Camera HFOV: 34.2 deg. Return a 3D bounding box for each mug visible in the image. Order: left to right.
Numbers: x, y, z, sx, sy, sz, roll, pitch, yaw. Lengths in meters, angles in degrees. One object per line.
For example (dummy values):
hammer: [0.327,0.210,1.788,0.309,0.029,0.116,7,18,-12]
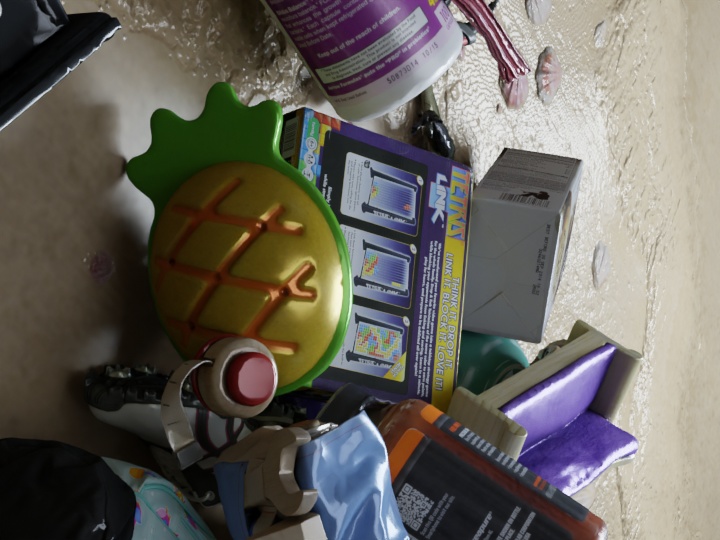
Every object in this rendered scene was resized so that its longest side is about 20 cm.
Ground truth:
mug: [0.072,0.116,0.999,0.184,0.114,0.154,-4,98,-52]

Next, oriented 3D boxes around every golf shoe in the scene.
golf shoe: [-0.111,0.117,0.797,0.199,0.077,0.089,25,83,-51]

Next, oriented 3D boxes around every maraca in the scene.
maraca: [-0.079,-0.018,0.751,0.107,0.136,0.202,0,70,-78]

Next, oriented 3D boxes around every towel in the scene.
towel: [0.054,-0.243,0.894,0.023,0.201,0.144,-35,138,11]

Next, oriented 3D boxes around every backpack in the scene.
backpack: [-0.156,0.184,0.686,0.127,0.165,0.201,-65,145,-30]

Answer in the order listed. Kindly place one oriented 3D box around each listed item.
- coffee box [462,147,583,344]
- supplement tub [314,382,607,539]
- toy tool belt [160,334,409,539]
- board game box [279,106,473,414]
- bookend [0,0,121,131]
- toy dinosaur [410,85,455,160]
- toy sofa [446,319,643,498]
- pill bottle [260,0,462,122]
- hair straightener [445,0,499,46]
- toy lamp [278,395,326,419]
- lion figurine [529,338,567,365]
coffee box: [0.140,-0.029,1.023,0.200,0.079,0.114,-48,147,-67]
supplement tub: [0.055,0.156,0.773,0.107,0.199,0.107,-52,166,-18]
toy tool belt: [-0.022,0.131,0.665,0.124,0.122,0.202,-26,104,-35]
board game box: [0.000,0.000,0.874,0.164,0.056,0.202,17,73,-34]
bookend: [-0.247,-0.148,0.561,0.200,0.091,0.200,-51,132,-36]
toy dinosaur: [0.063,-0.103,1.011,0.088,0.047,0.202,-31,119,-66]
toy sofa: [0.151,0.119,0.911,0.199,0.097,0.084,-20,135,-48]
pill bottle: [-0.021,-0.214,0.815,0.201,0.112,0.113,54,53,-23]
hair straightener: [0.044,-0.201,0.960,0.199,0.041,0.078,-33,106,-34]
toy lamp: [-0.016,0.143,0.938,0.058,0.058,0.201,-51,133,-34]
lion figurine: [0.162,0.163,1.117,0.072,0.122,0.202,13,86,-52]
